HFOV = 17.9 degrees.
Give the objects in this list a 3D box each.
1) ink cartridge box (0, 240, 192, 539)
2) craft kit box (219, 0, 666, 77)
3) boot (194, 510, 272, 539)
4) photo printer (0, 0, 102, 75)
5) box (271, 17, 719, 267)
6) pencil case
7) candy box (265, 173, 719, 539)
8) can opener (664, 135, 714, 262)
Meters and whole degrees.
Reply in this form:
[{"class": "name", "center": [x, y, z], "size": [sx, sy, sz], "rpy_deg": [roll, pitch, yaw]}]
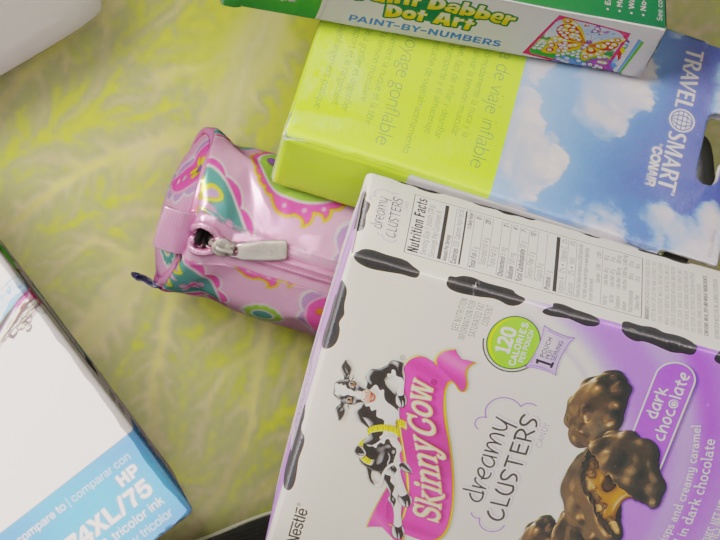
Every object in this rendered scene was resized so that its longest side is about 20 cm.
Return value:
[{"class": "ink cartridge box", "center": [-0.193, 0.062, 1.006], "size": [0.146, 0.147, 0.200], "rpy_deg": [-37, 97, -6]}, {"class": "craft kit box", "center": [0.042, -0.197, 1.044], "size": [0.196, 0.049, 0.201], "rpy_deg": [7, 61, -7]}, {"class": "boot", "center": [-0.045, 0.196, 1.078], "size": [0.199, 0.072, 0.145], "rpy_deg": [-13, 115, -18]}, {"class": "photo printer", "center": [-0.212, -0.154, 0.978], "size": [0.166, 0.200, 0.070], "rpy_deg": [-29, 54, -8]}, {"class": "box", "center": [0.071, -0.070, 1.037], "size": [0.199, 0.048, 0.122], "rpy_deg": [18, 61, -2]}, {"class": "pencil case", "center": [0.000, 0.000, 1.065], "size": [0.199, 0.087, 0.088], "rpy_deg": [20, 89, -10]}, {"class": "candy box", "center": [0.073, 0.067, 1.007], "size": [0.199, 0.072, 0.168], "rpy_deg": [15, 123, -2]}, {"class": "can opener", "center": [0.128, 0.028, 1.102], "size": [0.067, 0.053, 0.201], "rpy_deg": [10, 91, -8]}]
